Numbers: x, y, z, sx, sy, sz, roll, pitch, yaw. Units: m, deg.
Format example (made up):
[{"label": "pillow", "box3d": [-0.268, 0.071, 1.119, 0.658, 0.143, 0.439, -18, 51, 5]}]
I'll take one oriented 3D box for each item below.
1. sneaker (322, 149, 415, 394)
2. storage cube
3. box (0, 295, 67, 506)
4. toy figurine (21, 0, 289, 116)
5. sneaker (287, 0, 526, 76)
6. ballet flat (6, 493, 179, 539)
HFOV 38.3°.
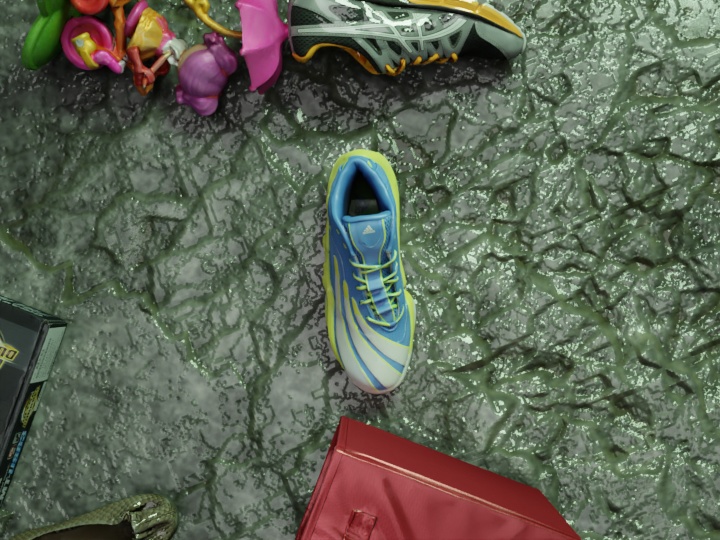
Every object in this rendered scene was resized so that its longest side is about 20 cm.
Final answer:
[{"label": "sneaker", "box3d": [0.000, 0.000, 0.822, 0.076, 0.105, 0.200, -8, 86, 5]}, {"label": "storage cube", "box3d": [0.037, 0.226, 0.766, 0.180, 0.200, 0.171, 21, 89, 0]}, {"label": "box", "box3d": [-0.377, 0.102, 0.882, 0.200, 0.050, 0.199, 21, 89, 6]}, {"label": "toy figurine", "box3d": [-0.153, -0.197, 0.846, 0.184, 0.150, 0.200, 34, 113, -3]}, {"label": "sneaker", "box3d": [0.034, -0.192, 0.839, 0.200, 0.078, 0.077, 10, 98, -5]}, {"label": "ballet flat", "box3d": [-0.245, 0.240, 0.863, 0.200, 0.046, 0.067, -23, 85, 4]}]
